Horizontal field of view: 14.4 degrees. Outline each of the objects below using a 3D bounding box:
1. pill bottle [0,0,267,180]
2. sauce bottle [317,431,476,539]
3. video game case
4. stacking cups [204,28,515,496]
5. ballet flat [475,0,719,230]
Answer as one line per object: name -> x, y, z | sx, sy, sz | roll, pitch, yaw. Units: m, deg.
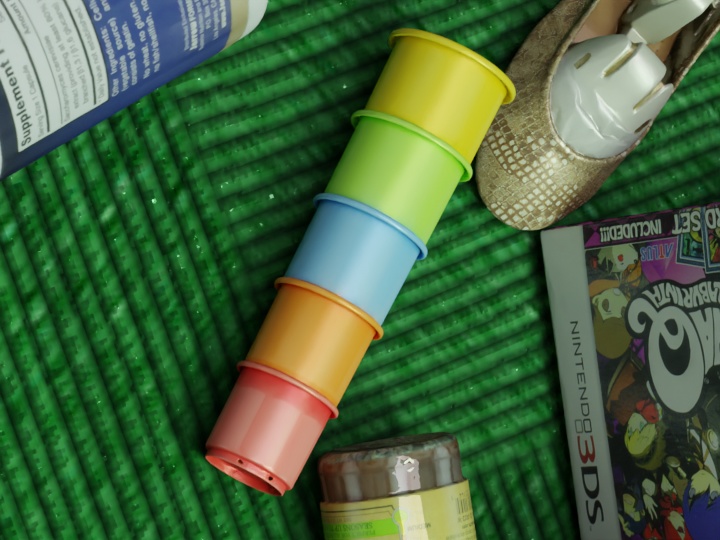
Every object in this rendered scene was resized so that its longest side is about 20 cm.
pill bottle -> -0.144, -0.096, 1.099 | 0.200, 0.111, 0.111 | -32, 100, -23
sauce bottle -> 0.026, 0.170, 1.183 | 0.065, 0.065, 0.200 | -9, 88, -25
video game case -> 0.163, 0.060, 1.180 | 0.036, 0.200, 0.182 | -8, 90, -40
stacking cups -> 0.000, 0.000, 1.188 | 0.060, 0.060, 0.200 | 29, 77, -20
ballet flat -> 0.121, -0.104, 1.246 | 0.070, 0.065, 0.200 | 38, 72, -16
